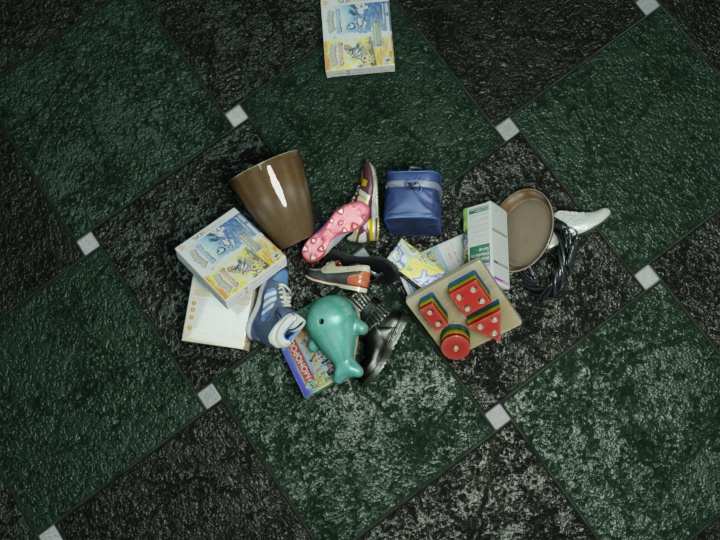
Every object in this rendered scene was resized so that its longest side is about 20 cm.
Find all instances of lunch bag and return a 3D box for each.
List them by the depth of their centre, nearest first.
[{"bbox_3d":[0.125,-0.168,1.681,0.134,0.200,0.134,1,78,8],"label":"lunch bag"}]

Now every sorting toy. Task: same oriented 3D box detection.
[{"bbox_3d":[0.236,0.105,1.617,0.199,0.070,0.199,-30,114,20],"label":"sorting toy"}]

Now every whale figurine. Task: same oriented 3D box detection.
[{"bbox_3d":[-0.059,0.155,1.624,0.158,0.104,0.202,-19,75,20],"label":"whale figurine"}]

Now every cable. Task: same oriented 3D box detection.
[{"bbox_3d":[0.428,-0.028,1.674,0.163,0.050,0.203,28,112,46],"label":"cable"}]

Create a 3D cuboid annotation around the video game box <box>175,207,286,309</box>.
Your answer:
[{"bbox_3d":[-0.306,-0.033,1.678,0.182,0.047,0.200,-40,65,-22],"label":"video game box"}]

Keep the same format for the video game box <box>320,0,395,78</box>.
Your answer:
[{"bbox_3d":[-0.008,-0.608,1.835,0.180,0.047,0.203,-6,81,4],"label":"video game box"}]

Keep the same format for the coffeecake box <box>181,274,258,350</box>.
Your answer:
[{"bbox_3d":[-0.335,0.083,1.724,0.151,0.073,0.203,8,81,4],"label":"coffeecake box"}]

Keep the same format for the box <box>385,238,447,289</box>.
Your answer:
[{"bbox_3d":[0.157,0.014,1.700,0.199,0.064,0.070,37,84,7],"label":"box"}]

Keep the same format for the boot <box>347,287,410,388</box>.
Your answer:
[{"bbox_3d":[0.008,0.155,1.695,0.157,0.079,0.213,29,79,4],"label":"boot"}]

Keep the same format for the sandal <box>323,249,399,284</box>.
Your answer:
[{"bbox_3d":[0.000,0.000,1.707,0.198,0.077,0.043,10,42,24],"label":"sandal"}]

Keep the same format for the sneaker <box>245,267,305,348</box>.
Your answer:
[{"bbox_3d":[-0.175,0.089,1.678,0.145,0.081,0.202,9,66,31],"label":"sneaker"}]

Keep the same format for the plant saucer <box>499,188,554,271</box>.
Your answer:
[{"bbox_3d":[0.385,-0.092,1.683,0.032,0.199,0.203,17,80,-34],"label":"plant saucer"}]

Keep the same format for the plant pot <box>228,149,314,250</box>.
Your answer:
[{"bbox_3d":[-0.191,-0.160,1.718,0.185,0.187,0.202,-25,94,-2],"label":"plant pot"}]

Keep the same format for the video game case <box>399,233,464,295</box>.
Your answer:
[{"bbox_3d":[0.201,0.010,1.740,0.198,0.018,0.145,-23,81,-1],"label":"video game case"}]

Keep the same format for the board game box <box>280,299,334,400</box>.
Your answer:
[{"bbox_3d":[-0.115,0.188,1.698,0.134,0.029,0.201,-29,68,-3],"label":"board game box"}]

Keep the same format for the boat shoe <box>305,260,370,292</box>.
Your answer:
[{"bbox_3d":[-0.054,0.008,1.687,0.199,0.071,0.063,10,89,45],"label":"boat shoe"}]

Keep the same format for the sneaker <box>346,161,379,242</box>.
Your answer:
[{"bbox_3d":[-0.001,-0.170,1.749,0.089,0.075,0.203,-3,80,-3],"label":"sneaker"}]

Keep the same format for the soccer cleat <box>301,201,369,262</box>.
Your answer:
[{"bbox_3d":[-0.061,-0.094,1.706,0.200,0.076,0.067,-42,91,0],"label":"soccer cleat"}]

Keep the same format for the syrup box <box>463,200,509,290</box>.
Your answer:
[{"bbox_3d":[0.298,-0.052,1.685,0.078,0.081,0.203,-14,64,39],"label":"syrup box"}]

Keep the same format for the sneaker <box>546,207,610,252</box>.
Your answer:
[{"bbox_3d":[0.510,-0.116,1.721,0.198,0.070,0.081,-24,78,-1],"label":"sneaker"}]
